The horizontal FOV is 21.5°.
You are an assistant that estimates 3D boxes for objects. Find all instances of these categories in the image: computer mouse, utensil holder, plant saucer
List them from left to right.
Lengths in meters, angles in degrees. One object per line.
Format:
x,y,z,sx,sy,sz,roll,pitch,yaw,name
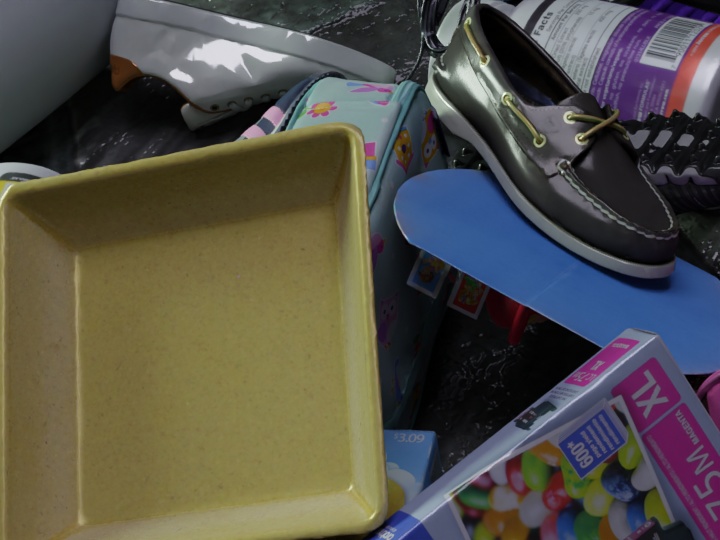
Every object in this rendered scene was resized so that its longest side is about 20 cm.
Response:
-0.274,-0.164,1.316,0.169,0.171,0.200,17,43,31,utensil holder
-0.079,0.043,0.927,0.199,0.048,0.201,-10,71,18,plant saucer
0.027,-0.108,1.198,0.058,0.034,0.201,30,93,27,computer mouse

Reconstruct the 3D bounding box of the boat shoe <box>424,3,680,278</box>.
0.107,-0.073,1.035,0.071,0.061,0.201,-5,39,-39,boat shoe

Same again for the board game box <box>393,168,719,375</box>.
0.106,0.012,0.996,0.199,0.039,0.158,29,25,16,board game box

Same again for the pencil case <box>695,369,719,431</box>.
0.257,0.049,0.951,0.200,0.094,0.091,-27,53,-37,pencil case

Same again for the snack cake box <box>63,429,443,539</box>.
-0.063,0.139,0.966,0.199,0.067,0.115,1,41,15,snack cake box

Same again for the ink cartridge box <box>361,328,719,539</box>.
0.086,0.133,0.872,0.200,0.120,0.042,-36,11,-10,ink cartridge box

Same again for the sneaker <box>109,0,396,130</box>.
-0.077,-0.132,1.320,0.199,0.085,0.073,12,4,4,sneaker

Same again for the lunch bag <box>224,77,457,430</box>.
0.000,0.000,1.053,0.077,0.161,0.200,2,46,23,lunch bag

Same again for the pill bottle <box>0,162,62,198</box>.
-0.215,0.038,1.091,0.111,0.112,0.200,-1,39,12,pill bottle

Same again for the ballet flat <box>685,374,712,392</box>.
0.138,0.116,0.944,0.072,0.072,0.200,17,46,30,ballet flat

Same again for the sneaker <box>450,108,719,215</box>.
0.152,-0.039,1.108,0.199,0.091,0.066,-2,32,36,sneaker

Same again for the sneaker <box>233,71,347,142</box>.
-0.070,-0.067,1.223,0.082,0.070,0.200,-5,29,33,sneaker

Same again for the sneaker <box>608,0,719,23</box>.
0.220,-0.184,1.268,0.199,0.100,0.070,-3,41,10,sneaker

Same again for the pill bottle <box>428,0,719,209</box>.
0.147,-0.113,1.191,0.199,0.112,0.111,17,46,31,pill bottle
